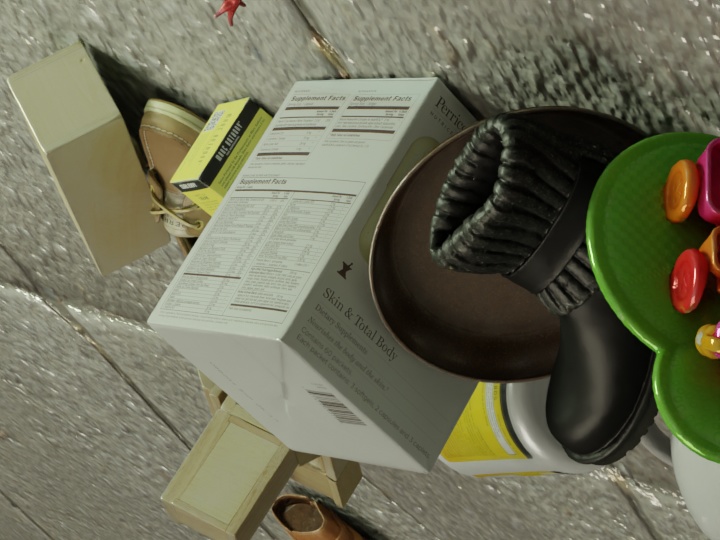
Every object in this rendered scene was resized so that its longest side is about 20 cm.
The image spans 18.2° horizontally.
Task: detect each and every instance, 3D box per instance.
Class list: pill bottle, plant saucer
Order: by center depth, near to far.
[{"bbox_3d":[0.100,-0.019,1.355,0.200,0.200,0.032,44,-162,-33],"label":"plant saucer"},{"bbox_3d":[0.110,0.096,1.654,0.112,0.112,0.200,38,159,-19],"label":"pill bottle"}]

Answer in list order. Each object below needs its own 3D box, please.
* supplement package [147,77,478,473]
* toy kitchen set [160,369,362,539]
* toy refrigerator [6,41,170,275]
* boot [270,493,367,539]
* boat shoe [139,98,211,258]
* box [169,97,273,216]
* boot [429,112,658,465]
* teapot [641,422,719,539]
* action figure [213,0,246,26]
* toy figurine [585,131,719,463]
[{"bbox_3d":[0.000,0.000,1.453,0.150,0.201,0.152,4,148,51],"label":"supplement package"},{"bbox_3d":[-0.119,0.178,2.063,0.162,0.181,0.200,23,155,21],"label":"toy kitchen set"},{"bbox_3d":[-0.201,-0.083,1.706,0.076,0.070,0.200,59,172,26],"label":"toy refrigerator"},{"bbox_3d":[0.002,0.306,2.361,0.199,0.074,0.155,8,146,42],"label":"boot"},{"bbox_3d":[-0.122,-0.053,1.694,0.074,0.067,0.200,19,157,29],"label":"boat shoe"},{"bbox_3d":[-0.036,-0.034,1.613,0.200,0.076,0.050,38,161,-23],"label":"box"},{"bbox_3d":[0.109,0.012,1.309,0.157,0.212,0.079,7,-157,-25],"label":"boot"},{"bbox_3d":[0.258,0.067,1.330,0.197,0.199,0.147,17,-131,-85],"label":"teapot"},{"bbox_3d":[-0.088,-0.177,1.261,0.065,0.052,0.200,34,-173,3],"label":"action figure"},{"bbox_3d":[0.217,-0.026,1.151,0.149,0.201,0.184,9,152,-14],"label":"toy figurine"}]
